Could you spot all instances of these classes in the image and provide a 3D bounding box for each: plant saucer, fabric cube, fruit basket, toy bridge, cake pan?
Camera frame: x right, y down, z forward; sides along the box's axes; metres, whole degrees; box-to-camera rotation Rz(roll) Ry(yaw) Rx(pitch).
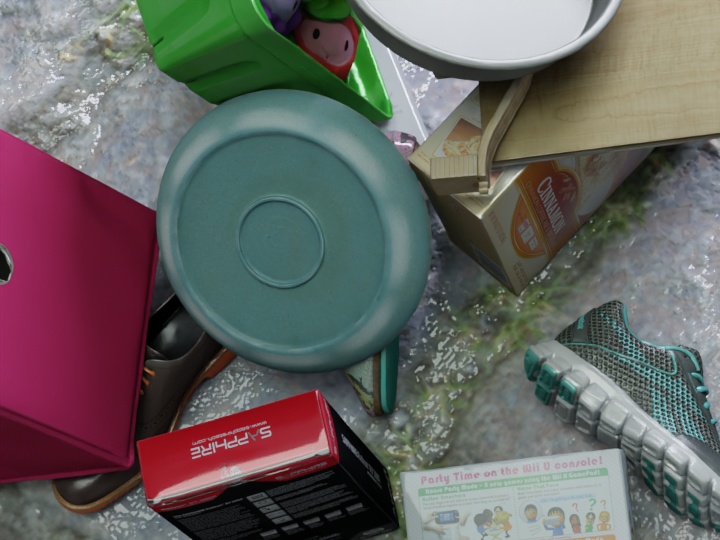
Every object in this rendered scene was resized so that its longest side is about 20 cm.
[{"bbox_3d":[-0.051,-0.022,1.576,0.200,0.027,0.200,6,108,18],"label":"plant saucer"},{"bbox_3d":[-0.280,0.029,1.607,0.200,0.199,0.196,-11,64,36],"label":"fabric cube"},{"bbox_3d":[-0.032,-0.201,1.587,0.215,0.216,0.156,-22,64,5],"label":"fruit basket"},{"bbox_3d":[0.079,-0.140,1.520,0.067,0.027,0.200,-5,66,11],"label":"toy bridge"},{"bbox_3d":[0.072,-0.203,1.504,0.200,0.037,0.200,5,60,-9],"label":"cake pan"}]

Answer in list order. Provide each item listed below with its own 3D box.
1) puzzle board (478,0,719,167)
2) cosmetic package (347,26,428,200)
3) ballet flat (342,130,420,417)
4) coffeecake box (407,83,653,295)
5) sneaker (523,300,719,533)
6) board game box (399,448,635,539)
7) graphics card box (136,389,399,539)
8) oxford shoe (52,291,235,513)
[{"bbox_3d":[0.175,-0.147,1.523,0.200,0.017,0.151,-7,67,11],"label":"puzzle board"},{"bbox_3d":[-0.018,-0.135,1.707,0.102,0.074,0.200,-22,63,5],"label":"cosmetic package"},{"bbox_3d":[0.000,0.000,1.623,0.071,0.069,0.200,8,99,7],"label":"ballet flat"},{"bbox_3d":[0.139,-0.100,1.606,0.073,0.154,0.200,40,83,24],"label":"coffeecake box"},{"bbox_3d":[0.208,0.093,1.561,0.200,0.078,0.091,41,71,18],"label":"sneaker"},{"bbox_3d":[0.111,0.222,1.513,0.147,0.064,0.200,-7,83,11],"label":"board game box"},{"bbox_3d":[-0.057,0.143,1.537,0.125,0.200,0.051,-17,66,9],"label":"graphics card box"},{"bbox_3d":[-0.158,0.081,1.657,0.071,0.073,0.200,31,79,23],"label":"oxford shoe"}]
